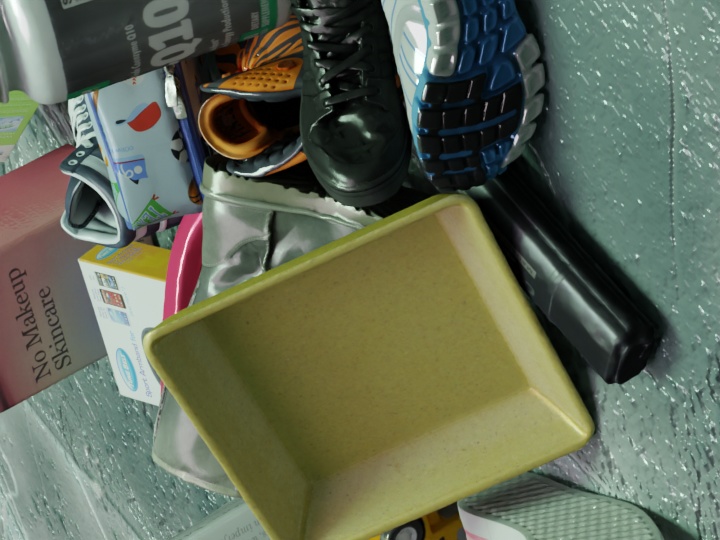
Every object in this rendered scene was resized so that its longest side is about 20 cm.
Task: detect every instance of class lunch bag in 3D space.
[{"bbox_3d":[-0.132,-0.126,1.503,0.200,0.075,0.161,-104,1,-64],"label":"lunch bag"}]

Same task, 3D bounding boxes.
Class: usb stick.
[{"bbox_3d":[0.088,-0.020,1.326,0.200,0.032,0.056,50,159,24],"label":"usb stick"}]

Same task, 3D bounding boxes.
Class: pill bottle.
[{"bbox_3d":[-0.146,-0.159,1.345,0.113,0.198,0.114,161,90,-79],"label":"pill bottle"}]

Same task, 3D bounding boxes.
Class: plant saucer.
[{"bbox_3d":[0.006,0.053,1.365,0.049,0.199,0.201,-101,-15,-52],"label":"plant saucer"}]

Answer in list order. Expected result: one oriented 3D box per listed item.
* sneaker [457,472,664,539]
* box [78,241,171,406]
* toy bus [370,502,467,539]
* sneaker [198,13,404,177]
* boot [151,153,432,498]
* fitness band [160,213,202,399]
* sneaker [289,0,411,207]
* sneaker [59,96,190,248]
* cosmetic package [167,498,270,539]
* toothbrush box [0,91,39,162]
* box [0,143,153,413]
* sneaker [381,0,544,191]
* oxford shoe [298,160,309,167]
[{"bbox_3d":[0.127,0.189,1.412,0.200,0.075,0.105,20,129,65],"label":"sneaker"},{"bbox_3d":[-0.123,0.046,1.726,0.199,0.041,0.120,11,127,38],"label":"box"},{"bbox_3d":[0.045,0.205,1.581,0.065,0.078,0.201,28,139,51],"label":"toy bus"},{"bbox_3d":[-0.058,-0.110,1.414,0.199,0.112,0.078,10,124,59],"label":"sneaker"},{"bbox_3d":[-0.030,0.043,1.423,0.180,0.073,0.202,14,107,17],"label":"boot"},{"bbox_3d":[-0.075,0.039,1.586,0.143,0.037,0.202,-2,85,50],"label":"fitness band"},{"bbox_3d":[-0.015,-0.140,1.293,0.105,0.059,0.201,68,-165,-52],"label":"sneaker"},{"bbox_3d":[-0.182,-0.093,1.669,0.200,0.108,0.070,45,150,32],"label":"sneaker"},{"bbox_3d":[-0.090,0.265,1.796,0.166,0.164,0.200,61,154,1],"label":"cosmetic package"},{"bbox_3d":[-0.283,-0.176,1.751,0.200,0.085,0.147,138,125,-66],"label":"toothbrush box"},{"bbox_3d":[-0.258,0.012,1.813,0.109,0.199,0.129,26,138,49],"label":"box"},{"bbox_3d":[0.043,-0.138,1.265,0.087,0.074,0.201,-133,30,-52],"label":"sneaker"},{"bbox_3d":[0.000,0.000,1.469,0.200,0.072,0.085,48,145,22],"label":"oxford shoe"}]
